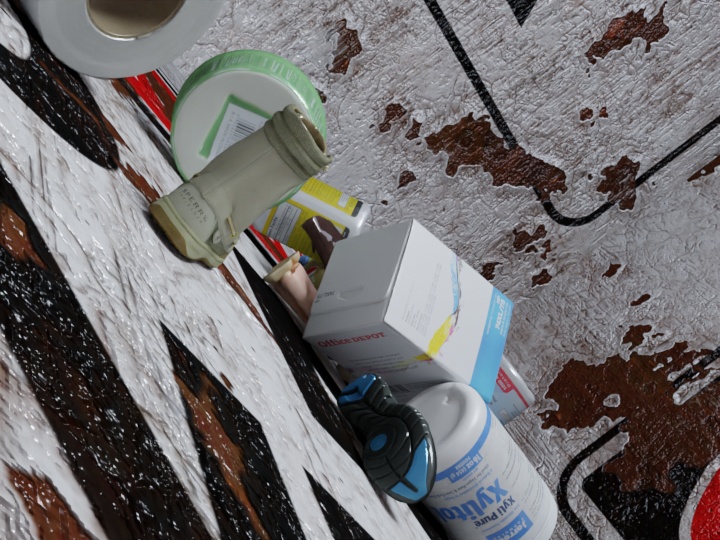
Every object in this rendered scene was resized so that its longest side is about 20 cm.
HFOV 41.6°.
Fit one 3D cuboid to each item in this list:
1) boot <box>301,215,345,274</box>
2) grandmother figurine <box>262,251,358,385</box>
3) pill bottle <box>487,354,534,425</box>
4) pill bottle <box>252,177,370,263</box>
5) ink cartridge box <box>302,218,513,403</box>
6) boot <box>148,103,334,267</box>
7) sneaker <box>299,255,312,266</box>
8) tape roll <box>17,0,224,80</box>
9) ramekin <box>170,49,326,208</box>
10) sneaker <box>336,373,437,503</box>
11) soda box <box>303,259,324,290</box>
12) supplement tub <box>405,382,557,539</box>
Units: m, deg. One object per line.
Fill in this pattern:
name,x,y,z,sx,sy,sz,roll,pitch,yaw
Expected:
boot,0.000,0.000,1.339,0.167,0.072,0.200,60,15,13
grandmother figurine,-0.045,0.072,1.226,0.200,0.060,0.121,56,28,-7
pill bottle,0.167,0.222,1.502,0.109,0.200,0.109,52,0,-1
pill bottle,-0.095,-0.091,1.423,0.199,0.112,0.111,27,2,-3
ink cartridge box,0.061,0.061,1.172,0.146,0.147,0.200,-14,-42,45
boot,-0.097,-0.076,0.847,0.072,0.154,0.200,53,1,0
sneaker,-0.040,0.054,1.572,0.200,0.071,0.083,51,3,-7
tape roll,-0.226,-0.283,0.903,0.071,0.202,0.202,52,1,25
ramekin,-0.141,-0.168,1.175,0.200,0.200,0.098,53,9,-16
sneaker,0.040,0.173,0.940,0.082,0.073,0.200,54,1,-24
soda box,-0.059,0.038,1.425,0.068,0.064,0.200,52,2,-14
supplement tub,0.130,0.241,1.115,0.200,0.132,0.132,52,1,-24
